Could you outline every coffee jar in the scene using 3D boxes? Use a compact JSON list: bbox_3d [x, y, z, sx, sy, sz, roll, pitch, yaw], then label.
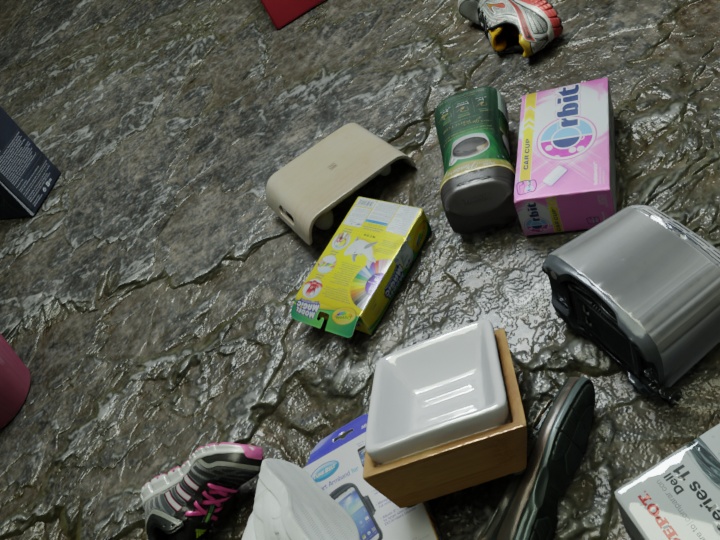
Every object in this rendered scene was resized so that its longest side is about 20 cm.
[{"bbox_3d":[0.153,-0.144,0.986,0.102,0.086,0.204,-13,48,18],"label":"coffee jar"}]

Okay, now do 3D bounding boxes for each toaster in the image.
[{"bbox_3d":[0.286,0.027,0.749,0.128,0.115,0.200,-35,43,-5],"label":"toaster"}]

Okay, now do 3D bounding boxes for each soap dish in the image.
[{"bbox_3d":[0.086,0.139,0.749,0.154,0.083,0.201,-21,17,12],"label":"soap dish"}]

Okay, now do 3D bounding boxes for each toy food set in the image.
[{"bbox_3d":[-0.033,-0.132,1.115,0.198,0.061,0.143,-36,43,-12],"label":"toy food set"}]

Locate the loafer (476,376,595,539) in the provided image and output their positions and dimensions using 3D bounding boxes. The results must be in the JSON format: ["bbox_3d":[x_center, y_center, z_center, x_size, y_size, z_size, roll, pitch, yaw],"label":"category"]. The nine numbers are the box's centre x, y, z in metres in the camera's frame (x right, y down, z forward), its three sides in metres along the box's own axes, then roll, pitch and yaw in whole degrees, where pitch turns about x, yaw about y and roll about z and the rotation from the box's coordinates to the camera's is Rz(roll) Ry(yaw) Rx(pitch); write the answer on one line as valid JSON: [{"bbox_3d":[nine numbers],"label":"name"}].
[{"bbox_3d":[0.167,0.189,0.719,0.062,0.072,0.203,7,60,41],"label":"loafer"}]

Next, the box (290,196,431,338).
[{"bbox_3d":[0.000,0.000,0.987,0.115,0.049,0.202,14,60,37],"label":"box"}]

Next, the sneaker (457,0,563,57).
[{"bbox_3d":[0.215,-0.389,1.158,0.082,0.078,0.199,-43,45,-7],"label":"sneaker"}]

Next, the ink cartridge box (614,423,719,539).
[{"bbox_3d":[0.328,0.200,0.601,0.198,0.084,0.148,-34,44,3],"label":"ink cartridge box"}]

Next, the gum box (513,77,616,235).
[{"bbox_3d":[0.259,-0.148,0.939,0.111,0.067,0.204,-6,51,24],"label":"gum box"}]

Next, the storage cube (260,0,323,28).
[{"bbox_3d":[-0.155,-0.635,1.505,0.197,0.181,0.173,-30,45,6],"label":"storage cube"}]

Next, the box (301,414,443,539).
[{"bbox_3d":[0.011,0.250,0.780,0.117,0.042,0.202,-29,43,6],"label":"box"}]

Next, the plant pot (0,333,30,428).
[{"bbox_3d":[-0.606,0.151,1.123,0.195,0.180,0.204,-16,47,17],"label":"plant pot"}]

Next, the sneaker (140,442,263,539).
[{"bbox_3d":[-0.178,0.261,0.846,0.198,0.073,0.089,-33,50,27],"label":"sneaker"}]

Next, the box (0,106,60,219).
[{"bbox_3d":[-0.752,-0.213,1.496,0.195,0.198,0.126,-1,53,28],"label":"box"}]

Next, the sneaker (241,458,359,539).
[{"bbox_3d":[-0.066,0.280,0.742,0.199,0.072,0.119,22,94,67],"label":"sneaker"}]
